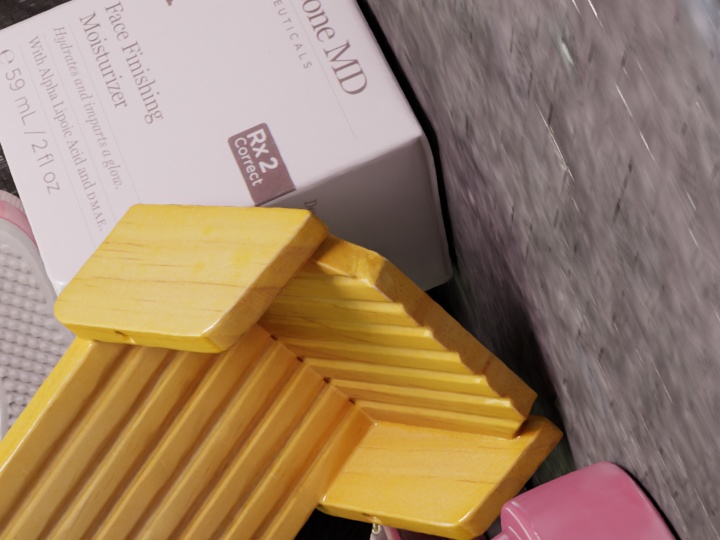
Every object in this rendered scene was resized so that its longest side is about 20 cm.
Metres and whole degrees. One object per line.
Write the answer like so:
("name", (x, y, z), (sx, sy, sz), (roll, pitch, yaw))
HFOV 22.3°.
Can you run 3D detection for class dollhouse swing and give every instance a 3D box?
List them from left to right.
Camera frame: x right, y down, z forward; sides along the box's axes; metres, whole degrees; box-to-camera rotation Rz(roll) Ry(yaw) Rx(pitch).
("dollhouse swing", (-0.050, 0.096, 0.854), (0.181, 0.177, 0.200), (4, 150, 47))

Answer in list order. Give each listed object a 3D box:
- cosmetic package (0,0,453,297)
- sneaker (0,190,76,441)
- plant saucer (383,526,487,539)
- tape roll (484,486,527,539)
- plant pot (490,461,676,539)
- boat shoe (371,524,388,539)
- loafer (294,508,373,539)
("cosmetic package", (-0.076, -0.056, 0.989), (0.165, 0.199, 0.165), (72, 173, -63))
("sneaker", (-0.183, 0.044, 1.027), (0.105, 0.075, 0.201), (-119, 11, -64))
("plant saucer", (0.061, 0.202, 1.158), (0.201, 0.051, 0.202), (158, 90, -85))
("tape roll", (0.095, 0.179, 1.198), (0.203, 0.037, 0.204), (156, 90, -86))
("plant pot", (0.065, 0.204, 0.771), (0.200, 0.178, 0.201), (157, 90, -86))
("boat shoe", (0.028, 0.170, 1.293), (0.059, 0.071, 0.201), (-28, 64, 52))
("loafer", (-0.066, 0.104, 0.989), (0.071, 0.073, 0.200), (7, 148, 48))
